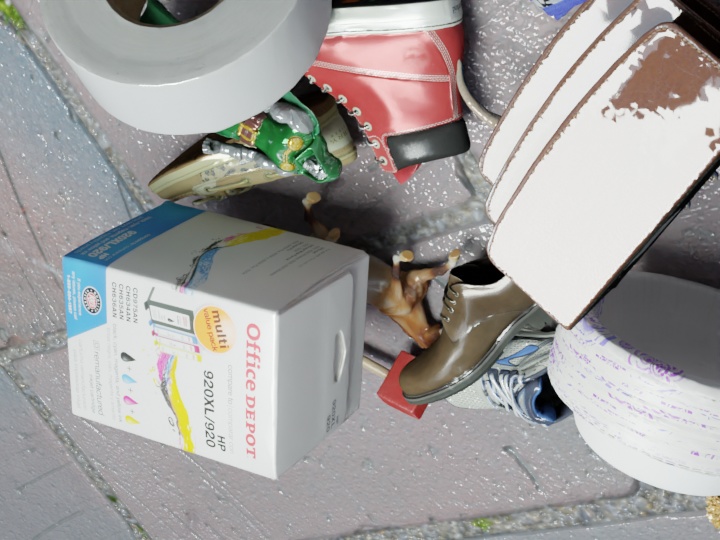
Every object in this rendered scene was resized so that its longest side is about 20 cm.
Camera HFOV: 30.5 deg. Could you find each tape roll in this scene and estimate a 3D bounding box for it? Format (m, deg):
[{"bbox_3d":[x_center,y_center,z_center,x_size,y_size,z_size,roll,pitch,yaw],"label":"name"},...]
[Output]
[{"bbox_3d":[-0.124,-0.200,0.946,0.202,0.203,0.071,14,161,17],"label":"tape roll"}]

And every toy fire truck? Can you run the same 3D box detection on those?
[{"bbox_3d":[-0.035,0.057,1.197,0.200,0.049,0.141,26,171,30],"label":"toy fire truck"}]

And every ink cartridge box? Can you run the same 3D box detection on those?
[{"bbox_3d":[-0.113,0.051,1.064,0.200,0.145,0.148,14,116,25],"label":"ink cartridge box"}]

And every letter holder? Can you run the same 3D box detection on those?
[{"bbox_3d":[0.156,-0.089,0.861,0.142,0.101,0.200,42,122,10],"label":"letter holder"}]

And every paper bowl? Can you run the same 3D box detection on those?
[{"bbox_3d":[0.237,0.087,0.971,0.200,0.201,0.105,18,113,14],"label":"paper bowl"}]

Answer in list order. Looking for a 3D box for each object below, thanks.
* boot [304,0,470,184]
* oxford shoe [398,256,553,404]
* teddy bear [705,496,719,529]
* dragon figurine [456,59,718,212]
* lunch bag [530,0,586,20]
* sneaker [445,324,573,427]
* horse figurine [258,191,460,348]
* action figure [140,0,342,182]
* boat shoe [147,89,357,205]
[{"bbox_3d":[-0.015,-0.136,1.015,0.200,0.072,0.145,4,113,23],"label":"boot"},{"bbox_3d":[0.092,0.034,1.100,0.084,0.073,0.200,38,115,-15],"label":"oxford shoe"},{"bbox_3d":[0.353,0.179,1.057,0.200,0.067,0.145,10,163,-32],"label":"teddy bear"},{"bbox_3d":[0.161,-0.093,0.976,0.200,0.099,0.059,30,121,16],"label":"dragon figurine"},{"bbox_3d":[0.129,-0.268,0.817,0.170,0.124,0.200,47,138,-9],"label":"lunch bag"},{"bbox_3d":[0.145,0.091,1.125,0.200,0.085,0.077,-17,117,37],"label":"sneaker"},{"bbox_3d":[0.000,0.000,1.144,0.200,0.050,0.133,20,150,2],"label":"horse figurine"},{"bbox_3d":[-0.100,-0.125,1.023,0.200,0.055,0.118,29,138,8],"label":"action figure"},{"bbox_3d":[-0.095,-0.089,1.114,0.200,0.073,0.063,-16,114,36],"label":"boat shoe"}]
